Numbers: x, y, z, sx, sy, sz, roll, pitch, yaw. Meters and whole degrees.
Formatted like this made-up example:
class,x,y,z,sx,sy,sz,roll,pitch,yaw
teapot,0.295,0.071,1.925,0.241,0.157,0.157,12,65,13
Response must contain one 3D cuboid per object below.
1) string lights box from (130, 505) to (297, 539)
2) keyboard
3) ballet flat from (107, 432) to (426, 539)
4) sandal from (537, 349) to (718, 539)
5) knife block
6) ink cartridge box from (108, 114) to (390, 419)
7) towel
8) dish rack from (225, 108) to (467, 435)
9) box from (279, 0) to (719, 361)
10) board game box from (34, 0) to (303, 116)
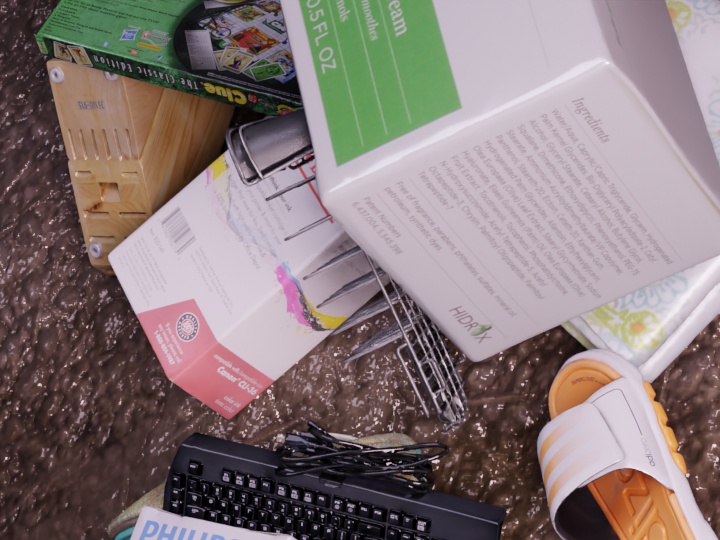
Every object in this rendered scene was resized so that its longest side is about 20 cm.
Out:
class,x,y,z,sx,sy,sz,roll,pitch,yaw
string lights box,-0.030,0.191,1.489,0.102,0.200,0.059,8,69,39
keyboard,-0.021,0.136,1.559,0.199,0.040,0.105,11,102,19
ballet flat,-0.051,0.127,1.633,0.199,0.071,0.071,-8,60,26
sandal,0.135,0.123,1.485,0.207,0.059,0.079,63,143,39
knife block,-0.115,-0.115,1.830,0.064,0.175,0.201,2,111,37
ink cartridge box,-0.043,-0.022,1.710,0.200,0.067,0.117,-40,49,11
towel,0.167,-0.051,1.591,0.200,0.048,0.171,-48,51,3
dish rack,0.000,0.000,1.567,0.054,0.153,0.201,-25,92,10
box,0.074,-0.101,1.515,0.170,0.200,0.200,-24,54,15
board game box,-0.087,-0.150,1.724,0.199,0.024,0.105,17,58,24
